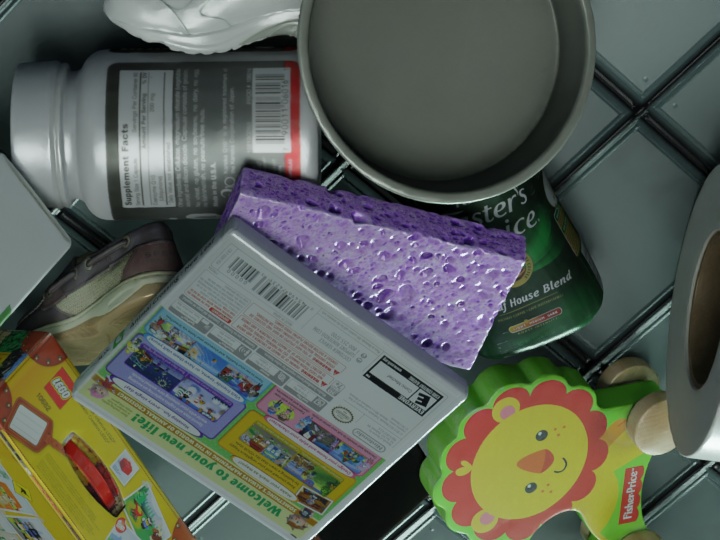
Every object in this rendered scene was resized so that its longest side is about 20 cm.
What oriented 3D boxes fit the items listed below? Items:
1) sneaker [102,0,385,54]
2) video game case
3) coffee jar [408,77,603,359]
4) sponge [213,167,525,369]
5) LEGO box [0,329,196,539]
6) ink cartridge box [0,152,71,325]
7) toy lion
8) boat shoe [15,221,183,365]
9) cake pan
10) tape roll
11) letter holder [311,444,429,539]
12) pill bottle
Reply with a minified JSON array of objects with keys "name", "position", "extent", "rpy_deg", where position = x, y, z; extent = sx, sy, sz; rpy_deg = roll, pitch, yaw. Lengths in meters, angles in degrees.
[{"name":"sneaker","position":[-0.069,-0.198,1.548],"extent":[0.199,0.078,0.100],"rpy_deg":[-5,115,-8]},{"name":"video game case","position":[-0.061,0.078,1.581],"extent":[0.200,0.022,0.182],"rpy_deg":[35,121,-19]},{"name":"coffee jar","position":[0.086,-0.044,1.626],"extent":[0.104,0.085,0.201],"rpy_deg":[-22,118,11]},{"name":"sponge","position":[0.000,0.000,1.571],"extent":[0.199,0.030,0.112],"rpy_deg":[14,134,-14]},{"name":"LEGO box","position":[-0.232,0.140,1.694],"extent":[0.148,0.077,0.201],"rpy_deg":[1,131,47]},{"name":"ink cartridge box","position":[-0.309,0.008,1.570],"extent":[0.199,0.147,0.083],"rpy_deg":[-9,125,47]},{"name":"toy lion","position":[0.134,0.150,1.718],"extent":[0.190,0.069,0.201],"rpy_deg":[-10,123,-19]},{"name":"boat shoe","position":[-0.179,0.019,1.649],"extent":[0.072,0.065,0.200],"rpy_deg":[8,160,-32]},{"name":"cake pan","position":[0.052,-0.143,1.519],"extent":[0.199,0.037,0.202],"rpy_deg":[0,91,-17]},{"name":"tape roll","position":[0.297,0.035,1.608],"extent":[0.138,0.203,0.204],"rpy_deg":[9,120,-5]},{"name":"letter holder","position":[-0.056,0.093,1.709],"extent":[0.100,0.142,0.201],"rpy_deg":[-40,119,-14]},{"name":"pill bottle","position":[-0.126,-0.090,1.580],"extent":[0.198,0.114,0.115],"rpy_deg":[-1,121,0]}]
